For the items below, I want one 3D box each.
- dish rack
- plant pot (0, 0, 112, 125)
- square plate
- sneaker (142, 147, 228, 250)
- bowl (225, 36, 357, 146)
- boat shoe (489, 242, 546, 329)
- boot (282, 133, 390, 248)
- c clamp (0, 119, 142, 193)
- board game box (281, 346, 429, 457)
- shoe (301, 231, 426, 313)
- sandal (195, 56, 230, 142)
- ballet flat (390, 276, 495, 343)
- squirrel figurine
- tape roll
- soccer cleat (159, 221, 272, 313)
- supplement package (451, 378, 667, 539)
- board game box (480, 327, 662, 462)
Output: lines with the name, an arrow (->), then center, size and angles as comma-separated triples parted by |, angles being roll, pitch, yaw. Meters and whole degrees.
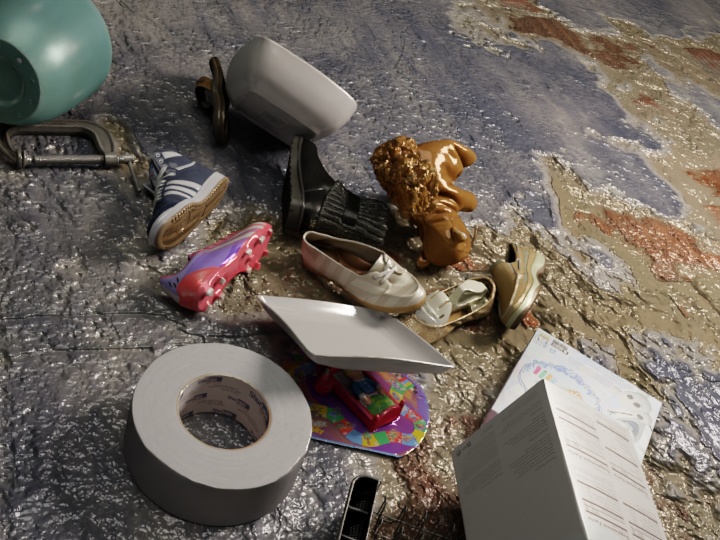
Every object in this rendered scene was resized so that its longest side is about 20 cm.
dish rack -> 0.064, 0.314, 0.945 | 0.198, 0.055, 0.154 | 21, 39, -2
plant pot -> -0.475, -0.300, 1.289 | 0.198, 0.202, 0.162 | 19, 34, -3
square plate -> -0.012, 0.083, 1.136 | 0.198, 0.029, 0.198 | 8, 15, -29
sneaker -> -0.271, -0.103, 1.265 | 0.108, 0.071, 0.200 | 30, 31, 3
bowl -> -0.122, -0.268, 1.450 | 0.199, 0.199, 0.075 | 31, 77, -20
boat shoe -> 0.224, 0.017, 1.361 | 0.076, 0.072, 0.200 | 36, 28, -2
boot -> -0.039, -0.118, 1.391 | 0.156, 0.080, 0.213 | 9, 45, -12
c clamp -> -0.425, -0.175, 1.312 | 0.197, 0.027, 0.172 | 0, 42, -25
board game box -> -0.002, 0.145, 1.124 | 0.197, 0.039, 0.159 | 14, 38, -9
shoe -> 0.000, 0.000, 1.256 | 0.198, 0.054, 0.070 | 24, 55, 22
sandal -> -0.246, -0.282, 1.506 | 0.054, 0.082, 0.202 | -8, 50, -2
ballet flat -> 0.118, 0.050, 1.277 | 0.199, 0.066, 0.070 | -23, 55, -42
squirrel figurine -> 0.096, -0.102, 1.381 | 0.199, 0.140, 0.189 | 27, 46, -46
tape roll -> -0.155, 0.174, 0.996 | 0.197, 0.067, 0.202 | 13, 38, -10
soccer cleat -> -0.185, -0.017, 1.214 | 0.076, 0.067, 0.200 | 25, 40, 12
supplement package -> 0.211, 0.259, 0.969 | 0.150, 0.152, 0.201 | 30, 32, -26
board game box -> 0.283, 0.191, 1.206 | 0.199, 0.044, 0.199 | 31, 38, 11
